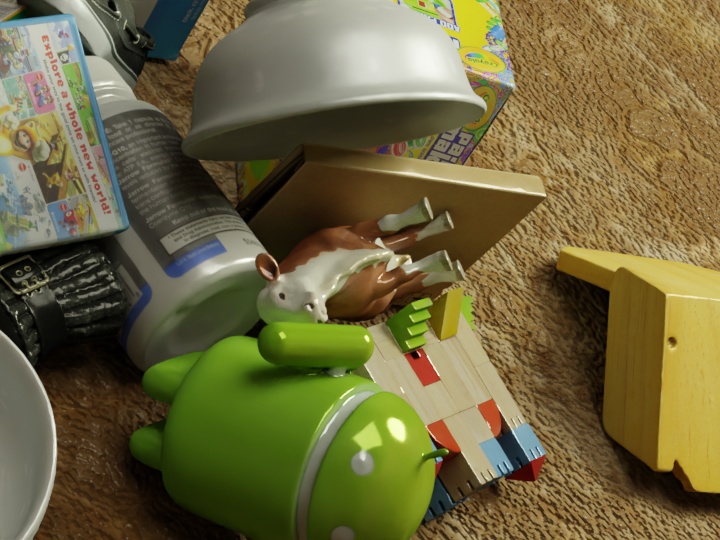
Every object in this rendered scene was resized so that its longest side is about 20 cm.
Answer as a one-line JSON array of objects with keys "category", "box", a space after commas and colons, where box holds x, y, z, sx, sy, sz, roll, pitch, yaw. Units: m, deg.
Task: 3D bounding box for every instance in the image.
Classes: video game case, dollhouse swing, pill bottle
[{"category": "video game case", "box": [-0.245, -0.077, 1.521, 0.199, 0.018, 0.144, -12, 84, -36]}, {"category": "dollhouse swing", "box": [0.251, 0.076, 1.903, 0.199, 0.175, 0.183, 7, 85, -34]}, {"category": "pill bottle", "box": [-0.152, -0.039, 1.645, 0.113, 0.114, 0.200, -11, 56, -45]}]

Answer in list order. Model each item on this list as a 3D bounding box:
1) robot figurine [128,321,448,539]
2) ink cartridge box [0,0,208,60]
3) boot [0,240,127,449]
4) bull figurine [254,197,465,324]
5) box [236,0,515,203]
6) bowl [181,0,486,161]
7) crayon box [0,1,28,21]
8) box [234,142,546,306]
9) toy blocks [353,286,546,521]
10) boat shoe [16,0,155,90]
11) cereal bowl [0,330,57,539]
[{"category": "robot figurine", "box": [-0.042, 0.112, 1.527, 0.199, 0.176, 0.116, 20, 15, 25]}, {"category": "ink cartridge box", "box": [-0.214, -0.264, 1.827, 0.199, 0.145, 0.148, 4, 46, -35]}, {"category": "boot", "box": [-0.205, 0.052, 1.526, 0.157, 0.080, 0.211, -6, 51, -42]}, {"category": "bull figurine", "box": [0.000, 0.000, 1.626, 0.200, 0.121, 0.065, -13, 84, -82]}, {"category": "box", "box": [0.004, -0.139, 1.810, 0.121, 0.200, 0.193, 18, 38, -22]}, {"category": "bowl", "box": [-0.023, -0.131, 1.600, 0.200, 0.201, 0.091, -4, 84, -41]}, {"category": "crayon box", "box": [-0.312, -0.119, 1.611, 0.118, 0.059, 0.200, 9, 29, 23]}, {"category": "box", "box": [0.005, -0.029, 1.717, 0.199, 0.163, 0.021, 7, 57, -32]}, {"category": "toy blocks", "box": [0.045, 0.101, 1.671, 0.137, 0.100, 0.200, 59, 30, 9]}, {"category": "boat shoe", "box": [-0.186, -0.174, 1.727, 0.068, 0.057, 0.200, 32, -7, 10]}, {"category": "cereal bowl", "box": [-0.270, 0.112, 1.376, 0.199, 0.083, 0.201, 5, 60, -9]}]
